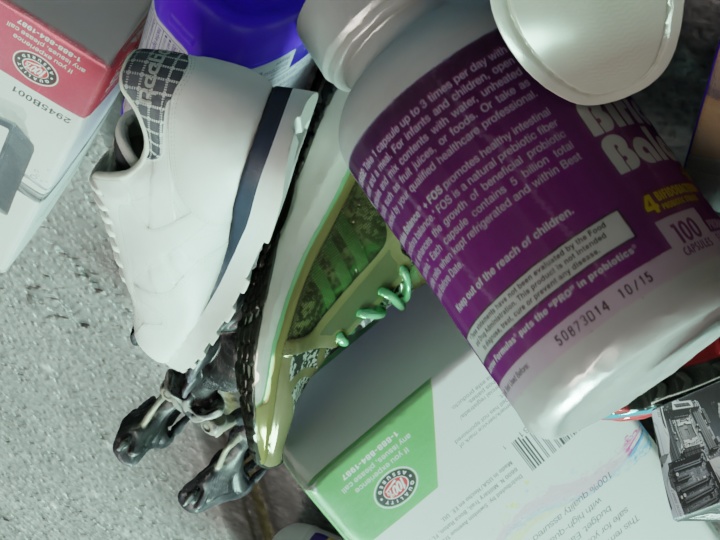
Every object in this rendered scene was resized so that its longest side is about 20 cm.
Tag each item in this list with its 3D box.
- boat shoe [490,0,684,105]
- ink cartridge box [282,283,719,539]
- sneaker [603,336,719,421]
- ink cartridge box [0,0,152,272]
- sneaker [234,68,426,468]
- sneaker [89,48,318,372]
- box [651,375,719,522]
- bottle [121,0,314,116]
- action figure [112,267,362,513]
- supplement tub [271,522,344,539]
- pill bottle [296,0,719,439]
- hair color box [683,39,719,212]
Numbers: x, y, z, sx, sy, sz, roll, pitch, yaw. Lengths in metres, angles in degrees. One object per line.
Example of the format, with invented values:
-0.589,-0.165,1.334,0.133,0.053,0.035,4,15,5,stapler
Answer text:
0.061,-0.146,0.770,0.074,0.060,0.200,-26,130,9,boat shoe
0.068,0.108,1.051,0.200,0.145,0.088,52,176,-29,ink cartridge box
0.157,0.043,0.939,0.199,0.080,0.096,-1,151,18,sneaker
-0.188,-0.107,1.025,0.145,0.085,0.200,32,146,-5,ink cartridge box
0.000,0.000,0.972,0.088,0.201,0.077,17,-172,-9,sneaker
-0.078,-0.027,0.931,0.080,0.077,0.200,18,144,-6,sneaker
0.238,0.056,0.827,0.199,0.050,0.158,4,159,-33,box
-0.067,-0.079,0.978,0.065,0.083,0.200,47,149,13,bottle
-0.068,0.039,1.110,0.119,0.102,0.200,31,142,4,action figure
0.021,0.249,1.265,0.199,0.146,0.146,22,144,9,supplement tub
0.061,-0.042,0.866,0.200,0.112,0.112,56,146,14,pill bottle
0.194,-0.092,0.811,0.109,0.065,0.200,20,142,11,hair color box
